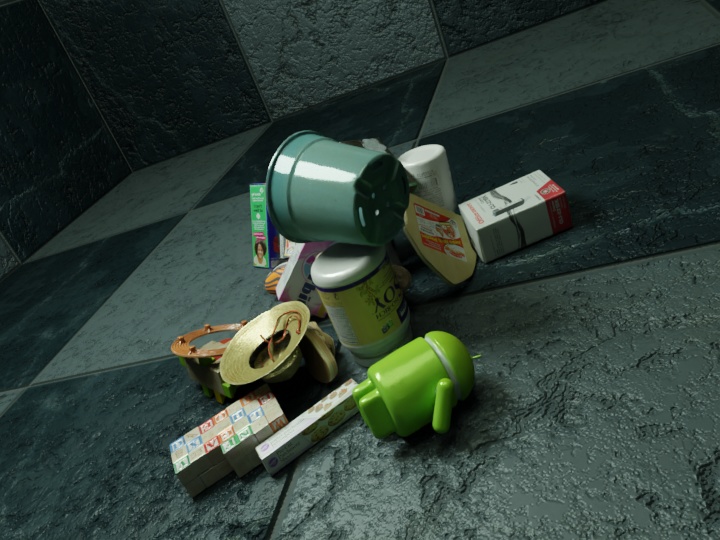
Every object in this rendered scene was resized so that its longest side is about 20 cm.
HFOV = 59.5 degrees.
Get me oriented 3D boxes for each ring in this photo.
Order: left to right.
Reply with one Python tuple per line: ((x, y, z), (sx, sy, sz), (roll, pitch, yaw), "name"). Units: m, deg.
((-0.288, 0.136, 1.289), (0.194, 0.020, 0.201), (-4, 12, 1), "ring")

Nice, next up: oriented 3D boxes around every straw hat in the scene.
((-0.157, 0.160, 1.171), (0.197, 0.086, 0.203), (-24, 33, 16), "straw hat")

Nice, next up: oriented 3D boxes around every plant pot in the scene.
((-0.031, -0.133, 1.092), (0.193, 0.204, 0.200), (14, 44, 41), "plant pot")

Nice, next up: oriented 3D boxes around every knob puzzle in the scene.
((0.157, -0.050, 1.268), (0.030, 0.219, 0.221), (-41, 12, 37), "knob puzzle")

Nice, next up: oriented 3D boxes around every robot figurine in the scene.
((0.088, 0.171, 0.959), (0.196, 0.118, 0.175), (-29, 14, -10), "robot figurine")

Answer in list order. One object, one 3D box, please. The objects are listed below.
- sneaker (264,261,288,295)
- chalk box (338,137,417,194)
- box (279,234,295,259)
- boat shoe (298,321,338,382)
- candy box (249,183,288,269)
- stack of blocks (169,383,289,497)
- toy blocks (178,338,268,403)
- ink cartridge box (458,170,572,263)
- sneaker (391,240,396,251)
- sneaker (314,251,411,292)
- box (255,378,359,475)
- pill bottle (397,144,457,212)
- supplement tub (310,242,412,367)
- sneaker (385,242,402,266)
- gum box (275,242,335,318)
((-0.149, 0.036, 1.458), (0.195, 0.079, 0.113), (-13, 27, 22), "sneaker")
((0.030, -0.166, 1.341), (0.123, 0.125, 0.202), (-14, 57, -39), "chalk box")
((-0.086, -0.092, 1.480), (0.112, 0.137, 0.198), (-2, -2, 34), "box")
((-0.079, 0.145, 1.205), (0.063, 0.073, 0.200), (-9, 25, -22), "boat shoe")
((-0.189, -0.116, 1.571), (0.076, 0.207, 0.167), (3, 9, 41), "candy box")
((-0.217, 0.291, 1.069), (0.197, 0.060, 0.115), (-31, 27, -12), "stack of blocks")
((-0.266, 0.183, 1.294), (0.135, 0.103, 0.197), (-29, 24, -36), "toy blocks")
((0.319, -0.115, 1.320), (0.195, 0.085, 0.145), (-24, 27, 4), "ink cartridge box")
((0.005, -0.091, 1.435), (0.081, 0.202, 0.073), (-33, -3, -46), "sneaker")
((0.001, 0.019, 1.274), (0.194, 0.109, 0.072), (12, 73, 0), "sneaker")
((-0.078, 0.255, 1.037), (0.197, 0.042, 0.039), (-33, 27, -17), "box")
((0.156, -0.165, 1.411), (0.111, 0.205, 0.115), (-14, 24, 7), "pill bottle")
((0.008, 0.056, 1.143), (0.142, 0.204, 0.147), (-19, 26, 10), "supplement tub")
((0.000, 0.000, 1.352), (0.199, 0.118, 0.073), (-41, 32, -28), "sneaker")
((-0.093, -0.006, 1.340), (0.204, 0.111, 0.066), (-63, 21, 13), "gum box")
